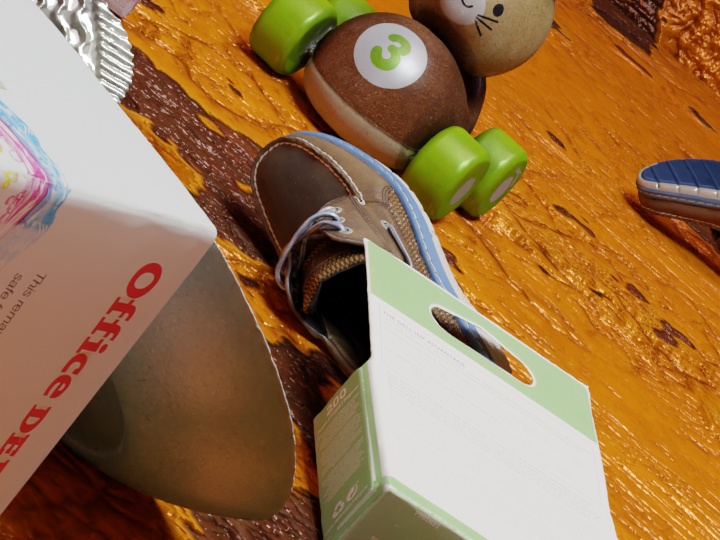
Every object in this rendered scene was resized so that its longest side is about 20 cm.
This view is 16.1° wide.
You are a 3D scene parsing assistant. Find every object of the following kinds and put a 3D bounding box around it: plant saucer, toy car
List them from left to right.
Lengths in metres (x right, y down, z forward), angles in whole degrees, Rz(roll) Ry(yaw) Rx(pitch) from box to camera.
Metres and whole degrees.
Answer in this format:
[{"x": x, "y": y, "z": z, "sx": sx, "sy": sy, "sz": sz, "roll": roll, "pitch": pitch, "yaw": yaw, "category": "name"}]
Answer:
[{"x": -0.100, "y": 0.012, "z": 0.883, "sx": 0.201, "sy": 0.039, "sz": 0.202, "roll": 41, "pitch": -28, "yaw": 28, "category": "plant saucer"}, {"x": 0.064, "y": -0.160, "z": 1.570, "sx": 0.164, "sy": 0.200, "sz": 0.158, "roll": 44, "pitch": 16, "yaw": 13, "category": "toy car"}]

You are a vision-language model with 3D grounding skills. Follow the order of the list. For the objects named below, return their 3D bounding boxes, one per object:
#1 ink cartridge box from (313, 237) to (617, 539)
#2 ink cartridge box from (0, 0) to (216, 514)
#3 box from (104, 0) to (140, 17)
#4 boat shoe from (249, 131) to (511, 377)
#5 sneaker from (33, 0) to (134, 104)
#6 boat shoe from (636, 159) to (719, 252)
[{"x": 0.048, "y": 0.086, "z": 1.121, "sx": 0.145, "sy": 0.048, "sz": 0.200, "roll": 34, "pitch": 22, "yaw": -21, "category": "ink cartridge box"}, {"x": -0.175, "y": -0.020, "z": 0.744, "sx": 0.200, "sy": 0.146, "sz": 0.145, "roll": 18, "pitch": 27, "yaw": -54, "category": "ink cartridge box"}, {"x": -0.178, "y": -0.249, "z": 1.445, "sx": 0.200, "sy": 0.095, "sz": 0.103, "roll": 38, "pitch": 17, "yaw": -7, "category": "box"}, {"x": 0.000, "y": 0.000, "z": 1.229, "sx": 0.072, "sy": 0.072, "sz": 0.200, "roll": 15, "pitch": 29, "yaw": -53, "category": "boat shoe"}, {"x": -0.196, "y": -0.070, "z": 0.983, "sx": 0.199, "sy": 0.099, "sz": 0.070, "roll": 5, "pitch": 76, "yaw": -26, "category": "sneaker"}, {"x": 0.310, "y": -0.036, "z": 1.991, "sx": 0.198, "sy": 0.073, "sz": 0.072, "roll": 9, "pitch": 24, "yaw": -3, "category": "boat shoe"}]
